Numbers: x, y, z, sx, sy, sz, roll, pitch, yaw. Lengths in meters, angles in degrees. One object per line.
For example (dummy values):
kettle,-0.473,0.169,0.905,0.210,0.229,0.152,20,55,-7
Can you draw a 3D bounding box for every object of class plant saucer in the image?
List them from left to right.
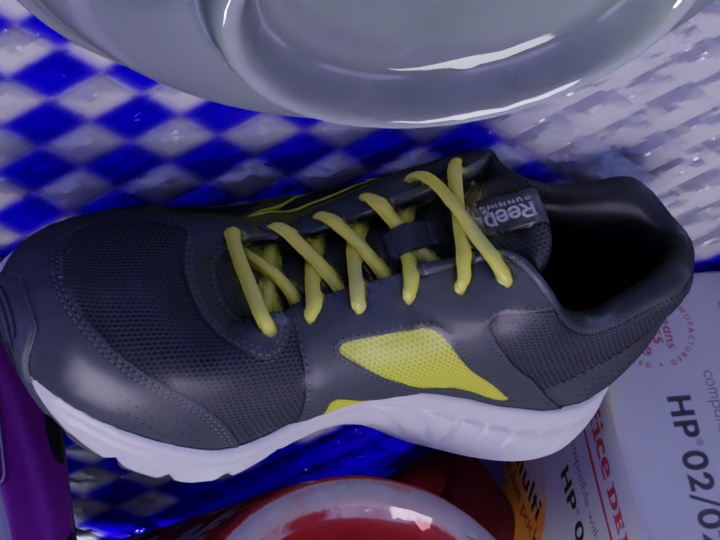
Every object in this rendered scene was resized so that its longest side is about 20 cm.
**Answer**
plant saucer,0.018,-0.077,0.609,0.200,0.050,0.200,-10,153,-5

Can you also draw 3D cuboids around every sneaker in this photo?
sneaker,0.000,0.000,0.741,0.200,0.075,0.085,0,146,-41

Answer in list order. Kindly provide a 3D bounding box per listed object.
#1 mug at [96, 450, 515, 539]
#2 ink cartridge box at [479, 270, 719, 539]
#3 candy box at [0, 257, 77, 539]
mug,-0.029,0.108,0.838,0.133,0.178,0.200,25,158,-15
ink cartridge box,0.090,0.077,0.862,0.068,0.115,0.200,-4,151,-17
candy box,-0.129,0.102,0.798,0.061,0.137,0.200,0,150,-20
